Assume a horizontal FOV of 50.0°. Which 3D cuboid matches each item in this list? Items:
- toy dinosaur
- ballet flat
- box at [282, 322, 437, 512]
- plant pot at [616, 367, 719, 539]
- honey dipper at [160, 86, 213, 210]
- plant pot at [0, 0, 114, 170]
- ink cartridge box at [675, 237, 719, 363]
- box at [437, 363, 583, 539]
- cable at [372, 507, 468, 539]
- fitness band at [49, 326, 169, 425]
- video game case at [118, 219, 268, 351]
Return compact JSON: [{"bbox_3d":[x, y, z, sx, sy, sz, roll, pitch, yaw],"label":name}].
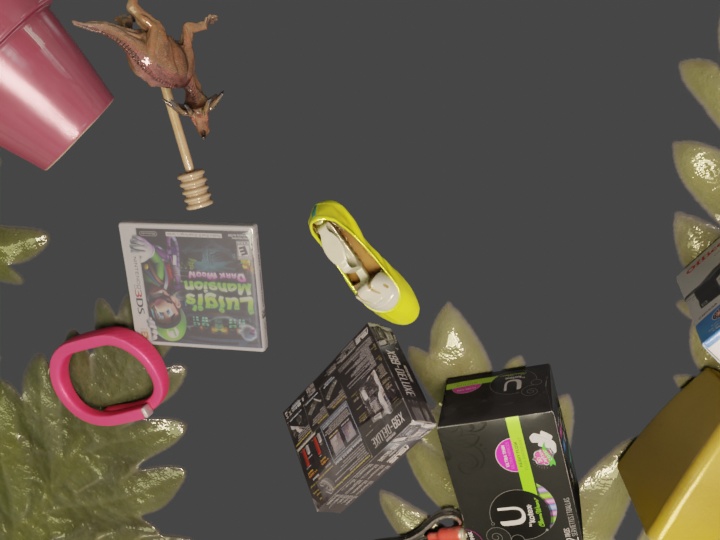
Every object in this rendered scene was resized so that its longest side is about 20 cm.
[{"bbox_3d":[-0.227,-0.237,0.894,0.085,0.199,0.137,-17,76,31],"label":"toy dinosaur"},{"bbox_3d":[0.000,0.000,0.983,0.067,0.067,0.201,-34,100,22],"label":"ballet flat"},{"bbox_3d":[-0.007,0.193,1.014,0.049,0.159,0.200,19,123,-42],"label":"box"},{"bbox_3d":[0.447,0.235,0.908,0.198,0.200,0.178,23,103,4],"label":"plant pot"},{"bbox_3d":[-0.233,-0.178,0.987,0.038,0.038,0.202,-9,107,16],"label":"honey dipper"},{"bbox_3d":[-0.410,-0.229,0.936,0.199,0.201,0.179,-36,116,23],"label":"plant pot"},{"bbox_3d":[0.428,0.018,0.817,0.084,0.200,0.145,40,114,-2],"label":"ink cartridge box"},{"bbox_3d":[0.197,0.245,1.000,0.147,0.124,0.202,-12,109,17],"label":"box"},{"bbox_3d":[0.083,0.402,1.125,0.198,0.050,0.098,-11,107,16],"label":"cable"},{"bbox_3d":[-0.373,0.157,1.137,0.198,0.037,0.145,-15,108,26],"label":"fitness band"},{"bbox_3d":[-0.230,0.021,1.069,0.197,0.023,0.184,2,111,12],"label":"video game case"}]
